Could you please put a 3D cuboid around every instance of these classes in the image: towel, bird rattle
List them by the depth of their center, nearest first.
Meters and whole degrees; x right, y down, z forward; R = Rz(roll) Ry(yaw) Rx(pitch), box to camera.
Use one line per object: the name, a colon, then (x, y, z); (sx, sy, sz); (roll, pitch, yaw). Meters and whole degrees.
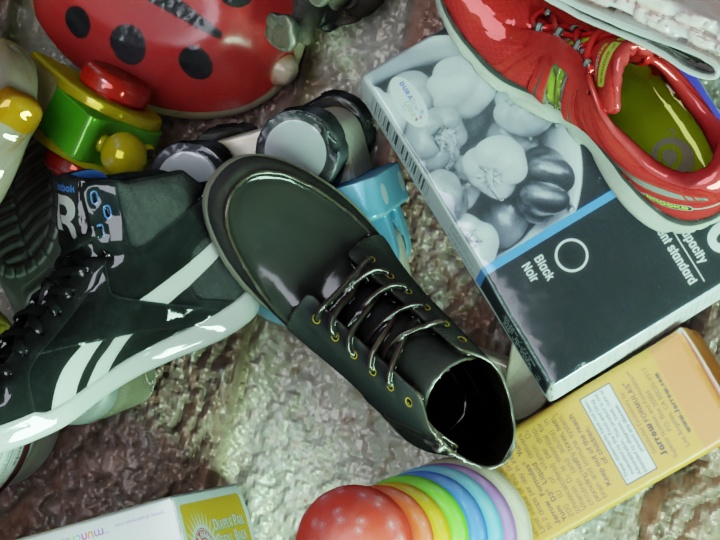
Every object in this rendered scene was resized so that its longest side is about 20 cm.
towel: (0.132, -0.174, 1.053); (0.199, 0.191, 0.032); (28, 122, 15)
bird rattle: (-0.224, -0.052, 1.128); (0.112, 0.200, 0.164); (29, 104, -20)

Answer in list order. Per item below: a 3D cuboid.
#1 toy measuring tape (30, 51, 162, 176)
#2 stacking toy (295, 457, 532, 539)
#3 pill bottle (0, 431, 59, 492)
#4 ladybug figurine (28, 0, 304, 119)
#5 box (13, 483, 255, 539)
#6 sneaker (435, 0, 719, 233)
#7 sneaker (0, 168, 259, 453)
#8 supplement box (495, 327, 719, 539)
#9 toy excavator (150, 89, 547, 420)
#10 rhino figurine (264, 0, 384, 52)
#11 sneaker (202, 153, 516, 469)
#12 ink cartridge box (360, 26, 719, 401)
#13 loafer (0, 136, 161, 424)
toy measuring tape: (-0.166, -0.096, 1.166); (0.074, 0.073, 0.200); (-59, 41, 7)
stacking toy: (0.023, 0.135, 0.992); (0.085, 0.200, 0.086); (-2, 85, 18)
pill bottle: (-0.252, 0.081, 1.143); (0.113, 0.200, 0.115); (-1, 88, 16)
ladybug figurine: (-0.120, -0.166, 1.180); (0.199, 0.072, 0.136); (30, 96, 15)
box: (-0.163, 0.198, 1.159); (0.199, 0.112, 0.102); (-17, 84, 14)
sneaker: (0.122, -0.106, 1.028); (0.200, 0.085, 0.077); (42, 79, 8)
sneaker: (-0.157, 0.011, 1.053); (0.199, 0.073, 0.113); (-28, 109, -25)
supplement box: (0.110, 0.107, 1.105); (0.199, 0.066, 0.069); (-33, 79, 12)
toy excavator: (0.000, 0.000, 1.139); (0.193, 0.100, 0.202); (-15, 98, 15)
rhino figurine: (-0.028, -0.229, 1.133); (0.059, 0.087, 0.202); (-4, 101, 32)
sneaker: (0.006, 0.017, 1.035); (0.200, 0.106, 0.075); (45, 82, -14)
ink cartridge box: (0.133, -0.066, 1.086); (0.199, 0.043, 0.199); (-30, 80, -8)
loafer: (-0.170, 0.000, 1.196); (0.075, 0.069, 0.201); (-27, 66, 29)
